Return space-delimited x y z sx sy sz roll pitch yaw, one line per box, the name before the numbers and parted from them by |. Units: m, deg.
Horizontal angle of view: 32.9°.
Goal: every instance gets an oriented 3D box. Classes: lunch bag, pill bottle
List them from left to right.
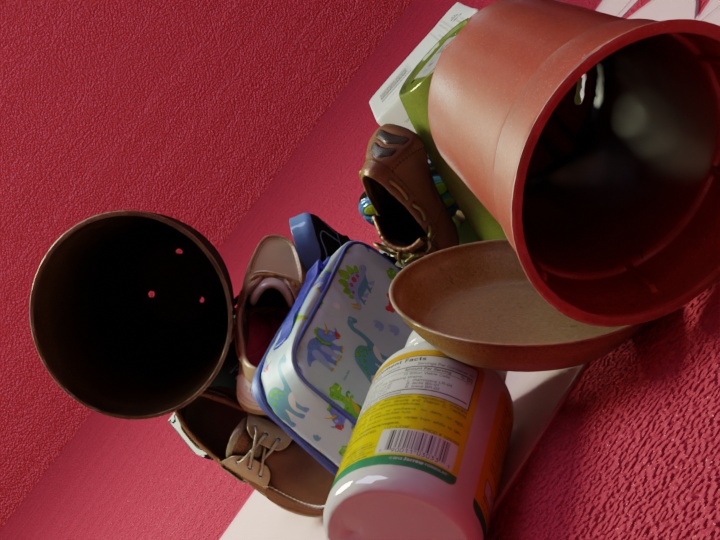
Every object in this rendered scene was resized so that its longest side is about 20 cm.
lunch bag | -0.001 0.079 1.078 0.082 0.160 0.201 -40 16 38
pill bottle | 0.050 0.124 0.877 0.113 0.113 0.201 -40 16 35

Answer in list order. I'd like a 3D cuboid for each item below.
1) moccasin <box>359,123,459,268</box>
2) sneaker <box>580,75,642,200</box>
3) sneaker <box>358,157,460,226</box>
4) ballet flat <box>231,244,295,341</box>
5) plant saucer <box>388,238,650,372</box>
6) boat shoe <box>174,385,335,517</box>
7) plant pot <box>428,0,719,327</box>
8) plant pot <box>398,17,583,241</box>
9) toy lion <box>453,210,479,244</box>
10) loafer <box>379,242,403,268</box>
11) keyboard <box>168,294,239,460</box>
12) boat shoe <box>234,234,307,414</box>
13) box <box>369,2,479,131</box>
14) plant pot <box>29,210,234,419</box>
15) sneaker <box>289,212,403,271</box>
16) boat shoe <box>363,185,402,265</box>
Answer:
moccasin | 0.044 -0.043 1.119 0.078 0.073 0.202 -57 -26 -23
sneaker | 0.244 -0.121 0.959 0.113 0.075 0.202 -35 39 30
sneaker | 0.082 -0.108 1.212 0.198 0.071 0.083 -35 51 -5
ballet flat | -0.103 0.065 1.289 0.201 0.075 0.064 -52 41 4
plant saucer | 0.120 0.027 0.887 0.197 0.036 0.201 -4 21 1
boat shoe | -0.097 0.167 1.129 0.077 0.198 0.072 -65 -27 -3
plant pot | 0.149 -0.096 0.844 0.201 0.200 0.195 -48 33 4
plant pot | 0.135 -0.122 1.092 0.187 0.200 0.187 -45 13 13
toy lion | 0.156 -0.106 1.334 0.201 0.068 0.192 -53 6 -14
loafer | 0.083 -0.061 1.441 0.069 0.075 0.201 -25 29 35
keyboard | -0.122 0.086 1.234 0.201 0.021 0.127 -50 50 0
boat shoe | -0.081 0.036 1.151 0.070 0.072 0.202 95 176 -49
box | 0.125 -0.248 1.679 0.200 0.130 0.199 -47 12 9
plant pot | -0.197 0.025 1.182 0.187 0.187 0.200 -47 3 10
sneaker | 0.000 0.000 1.253 0.077 0.200 0.071 -26 45 11
boat shoe | 0.062 -0.049 1.294 0.072 0.065 0.201 -42 36 10
